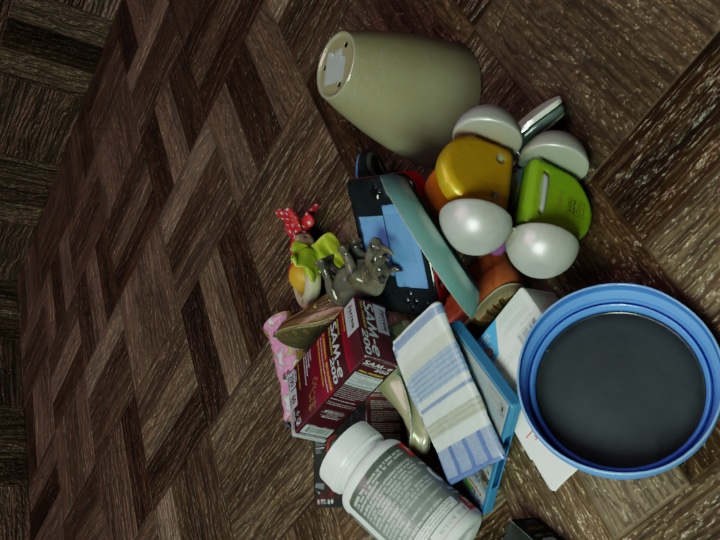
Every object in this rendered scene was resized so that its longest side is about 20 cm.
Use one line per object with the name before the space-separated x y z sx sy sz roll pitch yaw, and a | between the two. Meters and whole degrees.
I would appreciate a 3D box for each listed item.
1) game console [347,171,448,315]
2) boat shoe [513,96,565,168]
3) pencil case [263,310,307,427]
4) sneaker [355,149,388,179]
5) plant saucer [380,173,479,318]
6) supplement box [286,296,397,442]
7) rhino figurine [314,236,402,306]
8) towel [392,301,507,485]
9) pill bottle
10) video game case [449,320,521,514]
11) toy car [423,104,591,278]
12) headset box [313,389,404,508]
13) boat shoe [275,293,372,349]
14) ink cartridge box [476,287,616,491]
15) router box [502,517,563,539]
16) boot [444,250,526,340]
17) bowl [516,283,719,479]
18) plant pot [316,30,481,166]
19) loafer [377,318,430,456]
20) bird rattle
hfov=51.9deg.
game console | 0.049 -0.037 1.063 0.175 0.031 0.205 1 106 54
boat shoe | 0.198 -0.142 0.965 0.062 0.073 0.200 45 121 -3
pencil case | -0.114 0.169 1.284 0.086 0.082 0.203 -35 54 24
sneaker | 0.057 -0.113 1.130 0.083 0.070 0.202 -52 51 31
plant saucer | 0.089 -0.036 0.883 0.027 0.200 0.202 -33 51 8
supplement box | -0.032 0.146 1.065 0.201 0.060 0.110 -50 35 32
rhino figurine | 0.000 0.000 1.085 0.199 0.059 0.089 -27 90 58
towel | 0.106 0.153 0.917 0.203 0.023 0.147 67 152 19
pill bottle | 0.049 0.294 0.955 0.199 0.113 0.116 36 113 26
video game case | 0.138 0.184 0.919 0.144 0.017 0.203 -124 30 -45
toy car | 0.169 -0.079 0.876 0.150 0.196 0.178 125 161 -64
headset box | -0.005 0.252 1.122 0.147 0.074 0.205 -21 65 50
boat shoe | -0.052 0.077 1.213 0.197 0.072 0.069 -19 47 29
ink cartridge box | 0.221 0.134 0.847 0.117 0.067 0.202 -55 43 30
router box | 0.202 0.409 0.823 0.157 0.051 0.204 32 108 51
boot | 0.140 0.054 0.983 0.200 0.074 0.109 -46 40 33
bowl | 0.258 0.110 0.745 0.196 0.040 0.204 -11 56 17
plant pot | 0.041 -0.266 1.072 0.186 0.197 0.192 -15 71 51
loafer | 0.058 0.166 1.044 0.076 0.067 0.203 87 175 -55
bird rattle | -0.103 -0.018 1.303 0.200 0.110 0.167 43 132 52
